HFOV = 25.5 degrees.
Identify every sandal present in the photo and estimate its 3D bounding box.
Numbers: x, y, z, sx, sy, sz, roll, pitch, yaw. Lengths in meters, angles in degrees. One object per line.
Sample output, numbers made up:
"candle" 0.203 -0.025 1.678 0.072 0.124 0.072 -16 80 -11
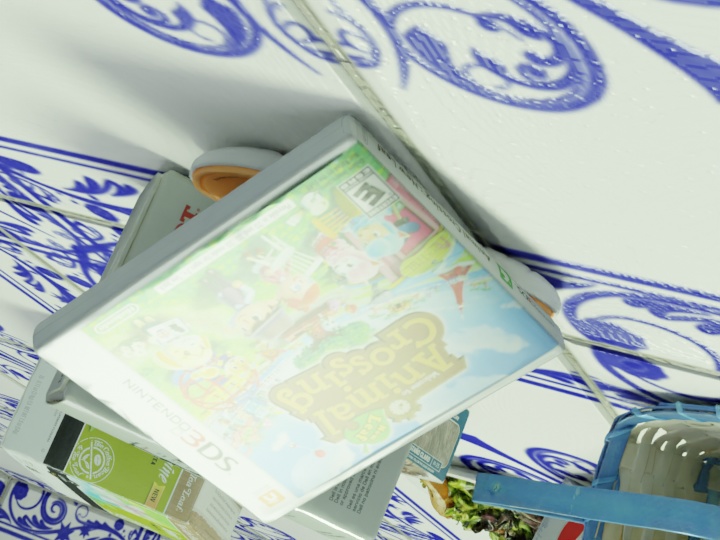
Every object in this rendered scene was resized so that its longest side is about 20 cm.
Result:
"sandal" 0.001 -0.002 0.814 0.205 0.060 0.079 22 164 2

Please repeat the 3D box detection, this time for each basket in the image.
"basket" 0.185 0.143 0.884 0.199 0.140 0.176 21 169 -33

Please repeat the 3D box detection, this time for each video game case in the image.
"video game case" -0.028 0.034 0.789 0.199 0.022 0.182 -32 128 20

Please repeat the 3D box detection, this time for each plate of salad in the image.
"plate of salad" 0.127 0.223 1.405 0.199 0.048 0.200 21 164 6

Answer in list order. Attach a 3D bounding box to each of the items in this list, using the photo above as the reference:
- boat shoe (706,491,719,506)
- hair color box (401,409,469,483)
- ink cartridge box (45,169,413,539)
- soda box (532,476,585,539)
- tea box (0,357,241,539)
"boat shoe" 0.241 0.170 1.025 0.072 0.076 0.199 33 160 -26
"hair color box" -0.029 0.097 1.183 0.199 0.061 0.100 7 158 43
"ink cartridge box" -0.064 0.052 0.926 0.199 0.147 0.083 28 165 -15
"soda box" 0.188 0.221 1.154 0.068 0.064 0.200 26 -172 -13
"tea box" -0.208 0.166 1.526 0.195 0.134 0.200 19 164 11
